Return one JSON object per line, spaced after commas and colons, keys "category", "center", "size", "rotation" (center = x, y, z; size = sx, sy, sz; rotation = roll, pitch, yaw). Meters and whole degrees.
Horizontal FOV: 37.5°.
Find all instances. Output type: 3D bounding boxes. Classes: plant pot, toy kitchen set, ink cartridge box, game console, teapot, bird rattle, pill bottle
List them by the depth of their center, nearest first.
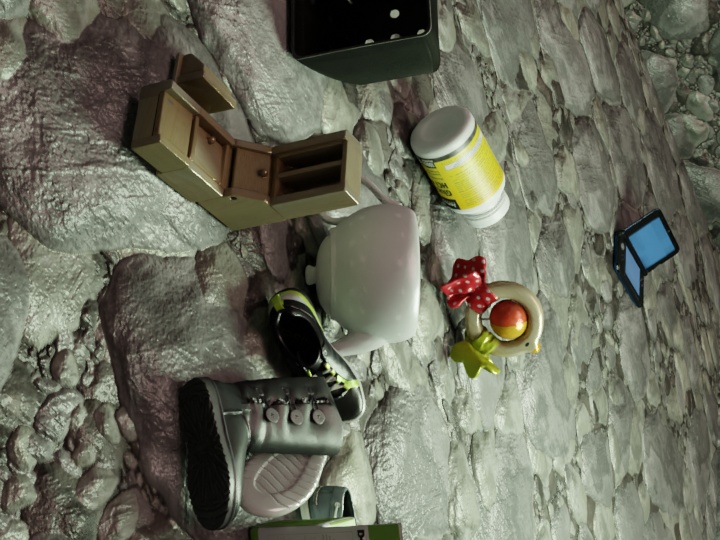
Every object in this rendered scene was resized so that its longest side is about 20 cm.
{"category": "ink cartridge box", "center": [-0.018, 0.353, 1.183], "size": [0.076, 0.200, 0.148], "rotation": [8, 74, -59]}
{"category": "toy kitchen set", "center": [-0.121, -0.173, 1.196], "size": [0.200, 0.180, 0.163], "rotation": [42, 45, -53]}
{"category": "teapot", "center": [0.000, 0.000, 1.401], "size": [0.200, 0.146, 0.198], "rotation": [-92, -177, -58]}
{"category": "plant pot", "center": [0.024, -0.371, 1.524], "size": [0.177, 0.200, 0.200], "rotation": [40, 46, -66]}
{"category": "bird rattle", "center": [0.219, 0.073, 1.749], "size": [0.113, 0.163, 0.200], "rotation": [-30, 117, -78]}
{"category": "pill bottle", "center": [0.173, -0.169, 1.779], "size": [0.200, 0.112, 0.113], "rotation": [54, 38, -37]}
{"category": "game console", "center": [0.735, -0.029, 2.709], "size": [0.200, 0.118, 0.171], "rotation": [48, 42, -42]}

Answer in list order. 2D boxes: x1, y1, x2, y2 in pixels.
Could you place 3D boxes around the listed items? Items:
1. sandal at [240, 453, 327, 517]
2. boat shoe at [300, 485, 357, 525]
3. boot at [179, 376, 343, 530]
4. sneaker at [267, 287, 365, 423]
{"category": "sandal", "center": [-0.084, 0.235, 1.256], "size": [0.203, 0.082, 0.050], "rotation": [-47, 164, -56]}
{"category": "boat shoe", "center": [-0.016, 0.359, 1.306], "size": [0.073, 0.062, 0.200], "rotation": [-23, 95, -72]}
{"category": "boot", "center": [-0.101, 0.200, 1.189], "size": [0.200, 0.066, 0.165], "rotation": [10, 67, -50]}
{"category": "sneaker", "center": [-0.061, 0.115, 1.304], "size": [0.200, 0.072, 0.083], "rotation": [58, 9, -15]}
